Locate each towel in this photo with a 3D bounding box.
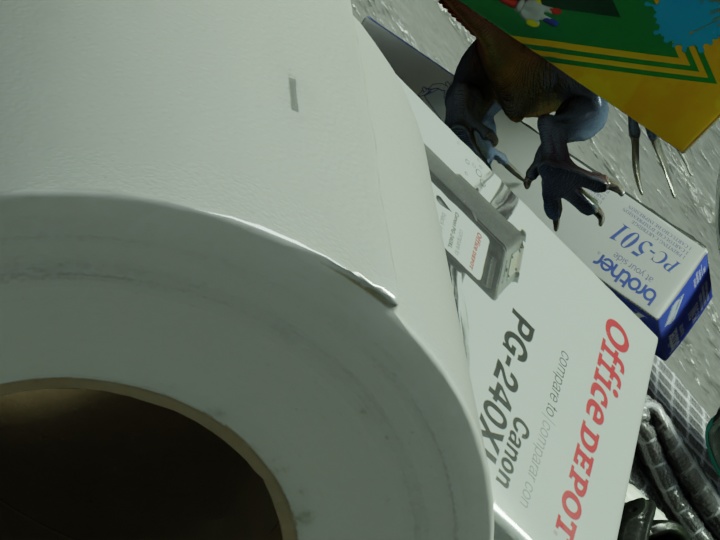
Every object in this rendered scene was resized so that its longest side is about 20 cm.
[{"bbox_3d":[0.158,0.127,1.262,0.200,0.085,0.166,52,17,-10],"label":"towel"}]

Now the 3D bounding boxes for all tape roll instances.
[{"bbox_3d":[-0.073,0.027,0.650,0.203,0.202,0.139,45,21,-30],"label":"tape roll"}]

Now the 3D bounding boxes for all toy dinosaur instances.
[{"bbox_3d":[0.093,-0.091,1.116,0.182,0.105,0.201,-67,158,-47],"label":"toy dinosaur"}]

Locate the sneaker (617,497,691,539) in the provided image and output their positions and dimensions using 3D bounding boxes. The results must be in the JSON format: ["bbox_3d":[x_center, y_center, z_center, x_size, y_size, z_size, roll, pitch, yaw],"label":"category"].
[{"bbox_3d":[0.082,0.118,1.004,0.200,0.087,0.074,-130,-160,-60],"label":"sneaker"}]

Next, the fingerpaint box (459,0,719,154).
[{"bbox_3d":[0.087,-0.164,1.059,0.167,0.073,0.200,32,33,-17],"label":"fingerpaint box"}]

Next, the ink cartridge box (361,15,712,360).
[{"bbox_3d":[0.076,-0.038,1.252,0.200,0.044,0.094,35,-6,16],"label":"ink cartridge box"}]

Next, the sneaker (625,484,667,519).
[{"bbox_3d":[0.114,0.164,1.094,0.200,0.076,0.088,58,18,10],"label":"sneaker"}]

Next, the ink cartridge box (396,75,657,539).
[{"bbox_3d":[-0.005,0.018,0.827,0.200,0.083,0.145,43,35,-17],"label":"ink cartridge box"}]

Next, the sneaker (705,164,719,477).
[{"bbox_3d":[0.196,0.033,1.193,0.121,0.083,0.201,-47,128,-75],"label":"sneaker"}]
